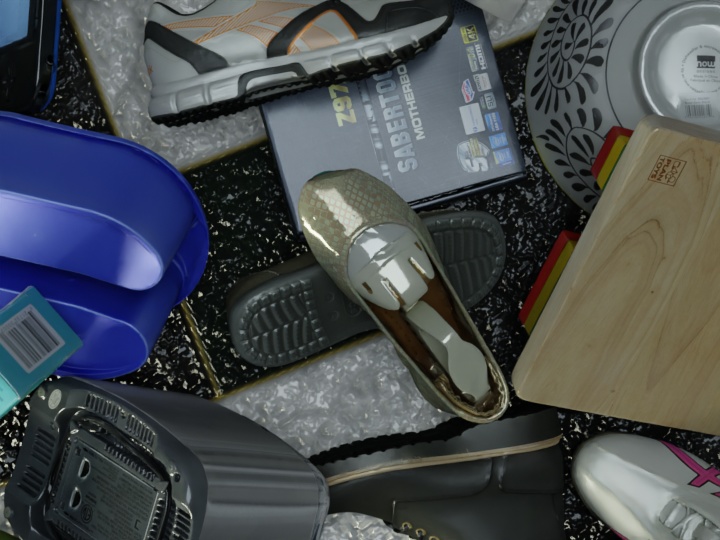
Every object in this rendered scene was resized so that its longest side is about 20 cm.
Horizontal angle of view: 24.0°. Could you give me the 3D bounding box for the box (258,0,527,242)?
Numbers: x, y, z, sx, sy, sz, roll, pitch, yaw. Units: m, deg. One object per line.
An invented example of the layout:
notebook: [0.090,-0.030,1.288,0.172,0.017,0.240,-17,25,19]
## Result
box: [0.007,-0.134,1.108,0.157,0.051,0.201,-15,87,-4]

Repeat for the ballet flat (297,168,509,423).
ballet flat: [0.035,0.017,1.034,0.067,0.062,0.200,-42,120,-7]

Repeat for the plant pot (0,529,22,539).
plant pot: [-0.222,0.239,1.023,0.200,0.187,0.187,41,85,13]

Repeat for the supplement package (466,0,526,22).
supplement package: [0.094,-0.283,1.054,0.121,0.120,0.200,26,61,-3]

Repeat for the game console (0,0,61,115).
game console: [-0.268,-0.198,1.064,0.118,0.170,0.201,4,87,-30]

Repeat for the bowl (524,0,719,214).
bowl: [0.212,-0.123,1.101,0.200,0.094,0.202,0,86,-3]

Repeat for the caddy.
caddy: [-0.195,-0.020,1.051,0.199,0.105,0.142,13,124,-4]

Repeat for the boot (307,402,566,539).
boot: [0.043,0.173,1.086,0.199,0.077,0.139,-11,93,-3]

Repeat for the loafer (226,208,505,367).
loafer: [0.000,0.000,1.089,0.199,0.070,0.076,-15,116,-21]

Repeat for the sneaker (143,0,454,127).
sneaker: [-0.041,-0.150,1.045,0.199,0.074,0.080,-13,86,-1]

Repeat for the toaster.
toaster: [-0.109,0.138,1.014,0.129,0.200,0.114,8,101,-47]

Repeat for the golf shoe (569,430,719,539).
golf shoe: [0.227,0.168,1.088,0.200,0.092,0.073,33,87,0]

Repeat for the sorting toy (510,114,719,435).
sorting toy: [0.214,-0.001,1.067,0.198,0.070,0.201,12,120,-21]

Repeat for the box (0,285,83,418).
box: [-0.260,0.095,1.015,0.200,0.082,0.049,-40,94,27]
